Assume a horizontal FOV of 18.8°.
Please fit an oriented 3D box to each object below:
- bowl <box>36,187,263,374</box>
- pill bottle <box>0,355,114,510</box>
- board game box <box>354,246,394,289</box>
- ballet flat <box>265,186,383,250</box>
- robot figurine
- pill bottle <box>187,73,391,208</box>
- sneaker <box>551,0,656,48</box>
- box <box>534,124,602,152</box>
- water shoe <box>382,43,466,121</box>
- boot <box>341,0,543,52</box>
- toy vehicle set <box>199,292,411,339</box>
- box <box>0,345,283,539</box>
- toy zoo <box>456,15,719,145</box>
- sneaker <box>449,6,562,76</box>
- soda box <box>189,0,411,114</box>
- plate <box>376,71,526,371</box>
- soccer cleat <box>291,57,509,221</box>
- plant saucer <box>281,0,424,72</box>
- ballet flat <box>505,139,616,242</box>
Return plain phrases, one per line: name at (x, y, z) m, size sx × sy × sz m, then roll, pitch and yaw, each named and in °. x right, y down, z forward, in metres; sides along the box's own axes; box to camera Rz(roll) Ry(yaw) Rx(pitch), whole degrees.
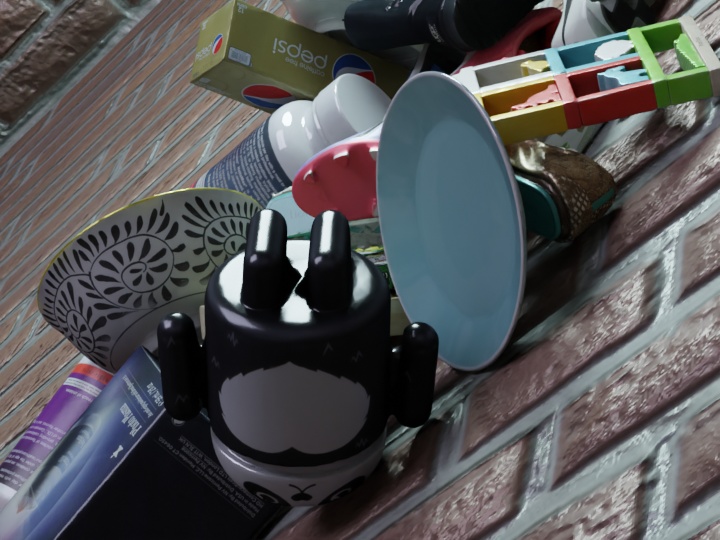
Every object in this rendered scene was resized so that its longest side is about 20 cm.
bowl at (-0.150, 0.031, 1.751) m, size 0.201 × 0.201 × 0.094 m, roll -41°, pitch 59°, yaw 25°
pill bottle at (-0.240, 0.173, 1.826) m, size 0.200 × 0.112 × 0.112 m, roll -53°, pitch 16°, yaw -19°
board game box at (0.000, 0.000, 1.658) m, size 0.105 × 0.024 × 0.200 m, roll -15°, pitch 6°, yaw -18°
ballet flat at (0.021, -0.047, 1.690) m, size 0.200 × 0.072 × 0.072 m, roll -6°, pitch 36°, yaw 25°
robot figurine at (-0.041, 0.061, 1.429) m, size 0.150 × 0.200 × 0.125 m, roll 25°, pitch 39°, yaw 33°
pill bottle at (-0.055, -0.079, 1.918) m, size 0.200 × 0.120 × 0.120 m, roll -39°, pitch 18°, yaw 31°
sneaker at (0.197, -0.238, 1.702) m, size 0.088 × 0.074 × 0.200 m, roll -27°, pitch 26°, yaw 49°
box at (0.111, -0.059, 1.572) m, size 0.200 × 0.039 × 0.041 m, roll -53°, pitch 15°, yaw -16°
water shoe at (0.062, -0.140, 1.834) m, size 0.200 × 0.071 × 0.079 m, roll -49°, pitch -7°, yaw -43°
boot at (0.095, -0.248, 1.791) m, size 0.200 × 0.076 × 0.168 m, roll -41°, pitch 27°, yaw -22°
toy vehicle set at (-0.038, 0.035, 1.606) m, size 0.124 × 0.027 × 0.200 m, roll -6°, pitch 2°, yaw -16°
box at (-0.171, 0.180, 1.612) m, size 0.198 × 0.123 × 0.200 m, roll -51°, pitch 15°, yaw -3°
toy zoo at (0.141, -0.126, 1.492) m, size 0.200 × 0.020 × 0.131 m, roll -13°, pitch 22°, yaw 3°
sneaker at (0.101, -0.142, 1.734) m, size 0.087 × 0.074 × 0.200 m, roll -20°, pitch 32°, yaw 57°
soda box at (-0.048, -0.172, 1.962) m, size 0.068 × 0.200 × 0.064 m, roll -24°, pitch 51°, yaw 56°
plate at (0.066, -0.033, 1.445) m, size 0.026 × 0.201 × 0.200 m, roll -10°, pitch 0°, yaw -24°
soccer cleat at (0.040, -0.097, 1.638) m, size 0.200 × 0.067 × 0.076 m, roll -27°, pitch 19°, yaw 22°
plant saucer at (0.015, -0.221, 1.967) m, size 0.200 × 0.200 × 0.050 m, roll -14°, pitch 60°, yaw 64°
ballet flat at (0.107, -0.070, 1.508) m, size 0.065 × 0.071 × 0.200 m, roll -24°, pitch 33°, yaw -23°
